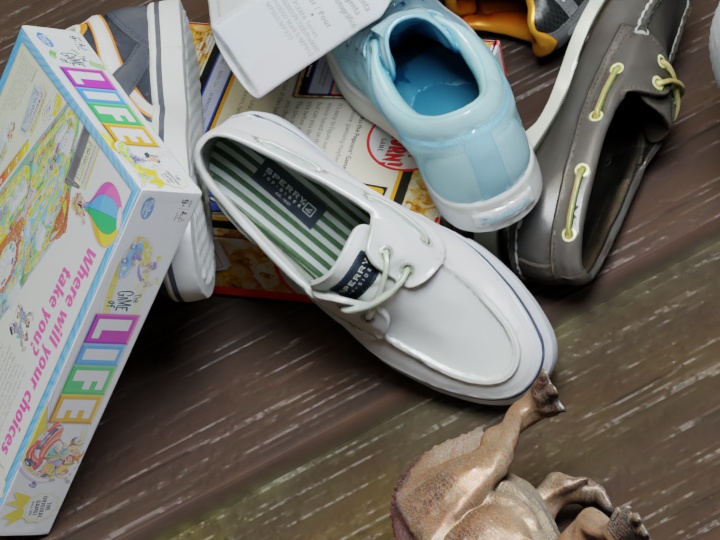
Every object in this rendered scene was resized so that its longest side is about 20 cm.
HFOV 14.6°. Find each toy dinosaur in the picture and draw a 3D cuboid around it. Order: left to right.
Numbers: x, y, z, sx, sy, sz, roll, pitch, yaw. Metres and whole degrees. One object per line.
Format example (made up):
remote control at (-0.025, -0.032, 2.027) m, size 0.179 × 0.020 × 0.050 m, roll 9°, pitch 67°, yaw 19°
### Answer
toy dinosaur at (0.052, 0.128, 1.231) m, size 0.135 × 0.086 × 0.200 m, roll -28°, pitch 43°, yaw -2°

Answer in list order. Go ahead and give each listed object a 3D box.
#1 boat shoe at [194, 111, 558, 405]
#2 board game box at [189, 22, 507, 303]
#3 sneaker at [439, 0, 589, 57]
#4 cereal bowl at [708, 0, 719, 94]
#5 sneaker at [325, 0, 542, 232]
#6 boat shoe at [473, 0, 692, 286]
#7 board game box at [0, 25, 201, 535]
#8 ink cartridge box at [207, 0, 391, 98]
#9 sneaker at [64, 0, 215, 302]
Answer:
boat shoe at (0.000, 0.000, 1.321) m, size 0.200 × 0.067 × 0.074 m, roll 34°, pitch 105°, yaw 11°
board game box at (-0.038, -0.056, 1.435) m, size 0.199 × 0.046 × 0.152 m, roll 6°, pitch 51°, yaw 18°
sneaker at (0.040, -0.170, 1.498) m, size 0.200 × 0.078 × 0.077 m, roll 16°, pitch 60°, yaw 24°
cereal bowl at (0.254, -0.146, 1.341) m, size 0.200 × 0.200 × 0.084 m, roll -23°, pitch 93°, yaw 1°
sneaker at (0.030, -0.105, 1.367) m, size 0.074 × 0.082 × 0.200 m, roll -27°, pitch 41°, yaw -10°
boat shoe at (0.127, -0.075, 1.397) m, size 0.060 × 0.072 × 0.201 m, roll 16°, pitch 63°, yaw 29°
board game box at (-0.153, 0.006, 1.322) m, size 0.034 × 0.200 × 0.135 m, roll 3°, pitch 35°, yaw -38°
ink cartridge box at (0.014, -0.177, 1.404) m, size 0.200 × 0.057 × 0.163 m, roll -29°, pitch 20°, yaw 6°
sneaker at (-0.115, -0.053, 1.369) m, size 0.079 × 0.079 × 0.200 m, roll -10°, pitch 40°, yaw 1°
